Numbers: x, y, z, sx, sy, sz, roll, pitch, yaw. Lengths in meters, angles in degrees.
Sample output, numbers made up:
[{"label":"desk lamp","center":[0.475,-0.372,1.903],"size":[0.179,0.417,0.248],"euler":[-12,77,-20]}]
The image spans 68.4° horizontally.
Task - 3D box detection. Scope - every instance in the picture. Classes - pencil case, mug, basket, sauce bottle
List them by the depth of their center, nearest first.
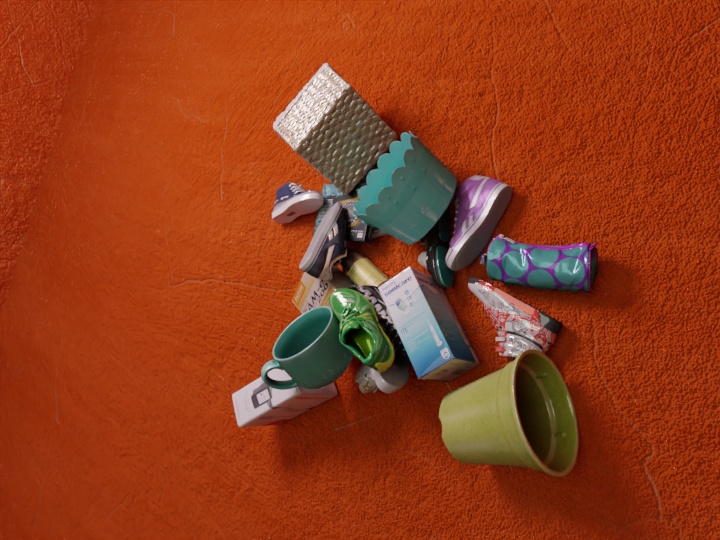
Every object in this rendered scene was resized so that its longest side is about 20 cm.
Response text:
[{"label":"pencil case","center":[0.328,-0.015,0.972],"size":[0.198,0.085,0.094],"euler":[8,112,36]},{"label":"mug","center":[-0.101,0.174,1.104],"size":[0.184,0.115,0.153],"euler":[-24,26,28]},{"label":"basket","center":[-0.058,-0.318,1.214],"size":[0.200,0.198,0.161],"euler":[-46,38,11]},{"label":"sauce bottle","center":[0.000,0.000,1.220],"size":[0.200,0.066,0.066],"euler":[44,106,36]}]

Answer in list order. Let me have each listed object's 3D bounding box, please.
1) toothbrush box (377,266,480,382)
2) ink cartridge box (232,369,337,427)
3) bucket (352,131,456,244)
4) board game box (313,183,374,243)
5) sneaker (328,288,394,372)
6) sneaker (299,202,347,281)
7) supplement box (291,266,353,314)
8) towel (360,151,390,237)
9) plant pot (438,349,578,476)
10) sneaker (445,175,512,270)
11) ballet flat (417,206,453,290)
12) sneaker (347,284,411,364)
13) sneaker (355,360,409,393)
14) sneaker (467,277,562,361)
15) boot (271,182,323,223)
[{"label":"toothbrush box","center":[0.136,0.108,1.044],"size":[0.085,0.146,0.202],"euler":[-33,63,21]},{"label":"ink cartridge box","center":[-0.174,0.287,1.228],"size":[0.199,0.145,0.084],"euler":[-33,62,25]},{"label":"bucket","center":[0.092,-0.164,1.097],"size":[0.208,0.134,0.208],"euler":[-50,18,23]},{"label":"board game box","center":[-0.034,-0.140,1.267],"size":[0.199,0.028,0.137],"euler":[10,87,49]},{"label":"sneaker","center":[-0.006,0.103,1.011],"size":[0.074,0.083,0.200],"euler":[-48,53,14]},{"label":"sneaker","center":[-0.069,-0.062,1.209],"size":[0.078,0.079,0.201],"euler":[-34,28,54]},{"label":"supplement box","center":[-0.063,0.084,1.221],"size":[0.200,0.073,0.127],"euler":[46,122,33]},{"label":"towel","center":[0.040,-0.177,1.253],"size":[0.145,0.024,0.203],"euler":[-11,73,33]},{"label":"plant pot","center":[0.246,0.259,0.924],"size":[0.183,0.199,0.203],"euler":[-27,65,41]},{"label":"sneaker","center":[0.214,-0.102,1.089],"size":[0.114,0.073,0.202],"euler":[33,89,39]},{"label":"ballet flat","center":[0.158,-0.049,1.120],"size":[0.068,0.068,0.203],"euler":[-18,59,42]},{"label":"sneaker","center":[0.058,0.101,1.085],"size":[0.201,0.090,0.067],"euler":[51,129,24]},{"label":"sneaker","center":[0.040,0.221,1.086],"size":[0.073,0.200,0.116],"euler":[32,107,-5]},{"label":"sneaker","center":[0.266,0.098,1.003],"size":[0.200,0.067,0.109],"euler":[32,96,33]},{"label":"boot","center":[-0.164,-0.191,1.357],"size":[0.199,0.072,0.092],"euler":[-15,67,46]}]
